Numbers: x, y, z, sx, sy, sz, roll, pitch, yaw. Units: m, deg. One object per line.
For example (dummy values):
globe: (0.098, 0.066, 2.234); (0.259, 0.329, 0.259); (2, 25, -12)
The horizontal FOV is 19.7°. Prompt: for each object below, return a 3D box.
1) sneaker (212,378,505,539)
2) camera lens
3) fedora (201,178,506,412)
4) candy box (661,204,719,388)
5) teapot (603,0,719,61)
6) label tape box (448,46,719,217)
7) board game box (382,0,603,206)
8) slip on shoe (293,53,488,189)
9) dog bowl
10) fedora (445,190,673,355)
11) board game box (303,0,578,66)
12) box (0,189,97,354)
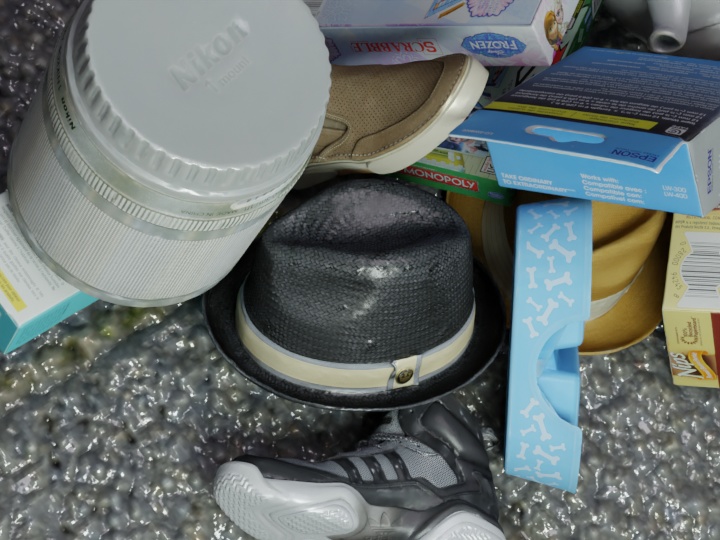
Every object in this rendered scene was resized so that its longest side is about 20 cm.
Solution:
sneaker: (0.002, 0.123, 1.317); (0.199, 0.075, 0.114); (16, 61, -21)
camera lens: (-0.116, -0.080, 1.227); (0.159, 0.200, 0.161); (9, 64, -18)
fedora: (0.000, 0.000, 1.322); (0.200, 0.092, 0.201); (5, 40, -5)
candy box: (0.250, -0.032, 1.448); (0.055, 0.116, 0.201); (4, 62, 14)
teapot: (0.264, -0.215, 1.526); (0.199, 0.197, 0.147); (-12, 88, -13)
label tape box: (0.164, -0.081, 1.308); (0.143, 0.066, 0.200); (10, 27, 29)
board game box: (0.077, -0.142, 1.458); (0.134, 0.029, 0.200); (14, 57, 19)
slip on shoe: (-0.003, -0.106, 1.342); (0.061, 0.200, 0.076); (41, 60, -26)
dog bowl: (0.121, 0.046, 1.347); (0.049, 0.201, 0.112); (3, 19, 3)
fedora: (0.156, -0.041, 1.446); (0.200, 0.082, 0.202); (8, 64, -18)
board game box: (0.072, -0.227, 1.449); (0.041, 0.199, 0.201); (58, 47, -43)
box: (-0.167, -0.033, 1.332); (0.200, 0.049, 0.082); (-32, 81, -30)
